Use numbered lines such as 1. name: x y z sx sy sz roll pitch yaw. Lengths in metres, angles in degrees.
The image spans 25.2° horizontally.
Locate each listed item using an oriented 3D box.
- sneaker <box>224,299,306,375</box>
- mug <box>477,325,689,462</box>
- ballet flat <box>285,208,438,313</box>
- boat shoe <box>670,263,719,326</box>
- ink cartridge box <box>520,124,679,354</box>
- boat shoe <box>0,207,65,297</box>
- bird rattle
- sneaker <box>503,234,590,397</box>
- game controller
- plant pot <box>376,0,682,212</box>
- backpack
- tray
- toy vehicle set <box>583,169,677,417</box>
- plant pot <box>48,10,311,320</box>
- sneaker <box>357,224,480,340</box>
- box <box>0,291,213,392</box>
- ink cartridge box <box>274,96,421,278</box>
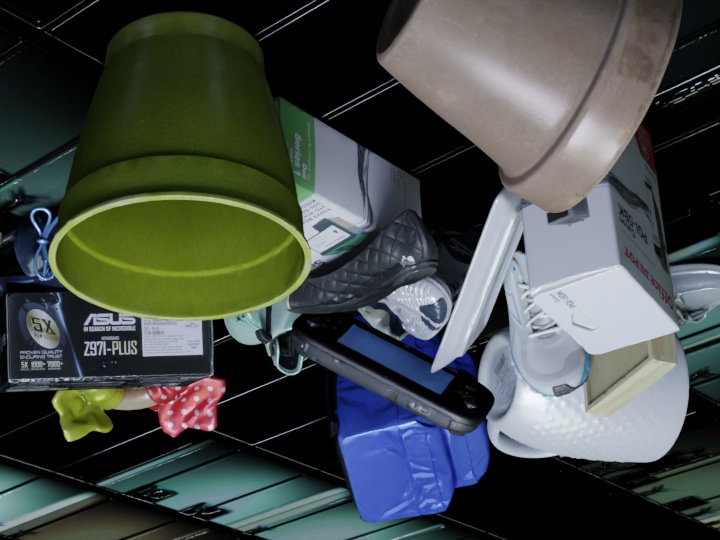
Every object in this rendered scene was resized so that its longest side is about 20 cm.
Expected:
1. sneaker: -0.095 0.061 1.637 0.073 0.119 0.201 5 152 -18
2. mug: 0.204 0.129 1.618 0.174 0.148 0.200 6 141 -22
3. ballet flat: 0.000 0.000 1.440 0.066 0.057 0.199 -4 166 -41
4. boat shoe: 0.305 0.047 1.697 0.201 0.065 0.074 -19 148 28
5. ink cartridge box: 0.198 -0.051 1.360 0.082 0.201 0.147 -17 149 25
6. boat shoe: -0.299 -0.012 1.518 0.199 0.085 0.068 -28 155 35
7. bird rattle: -0.238 0.119 1.765 0.199 0.113 0.164 5 135 -19
8. sneaker: 0.164 0.026 1.515 0.074 0.201 0.087 -15 142 4
9. game controller: 0.030 0.090 1.506 0.199 0.104 0.042 27 117 8
10. plant pot: 0.111 -0.166 1.180 0.174 0.201 0.200 25 145 -13
11. backpack: 0.049 0.144 1.713 0.167 0.201 0.163 -7 130 0
12. tray: 0.119 -0.002 1.475 0.022 0.107 0.201 26 123 13
13. toy vehicle set: 0.243 0.020 1.498 0.026 0.201 0.124 10 151 -19
14. plant pot: -0.141 -0.091 1.267 0.199 0.194 0.201 -2 153 -1
15. sneaker: 0.074 0.001 1.539 0.079 0.130 0.199 44 166 3
16. box: -0.258 0.072 1.602 0.198 0.087 0.164 -1 172 -16
17. ink cartridge box: -0.058 -0.059 1.449 0.146 0.085 0.199 -23 146 35
